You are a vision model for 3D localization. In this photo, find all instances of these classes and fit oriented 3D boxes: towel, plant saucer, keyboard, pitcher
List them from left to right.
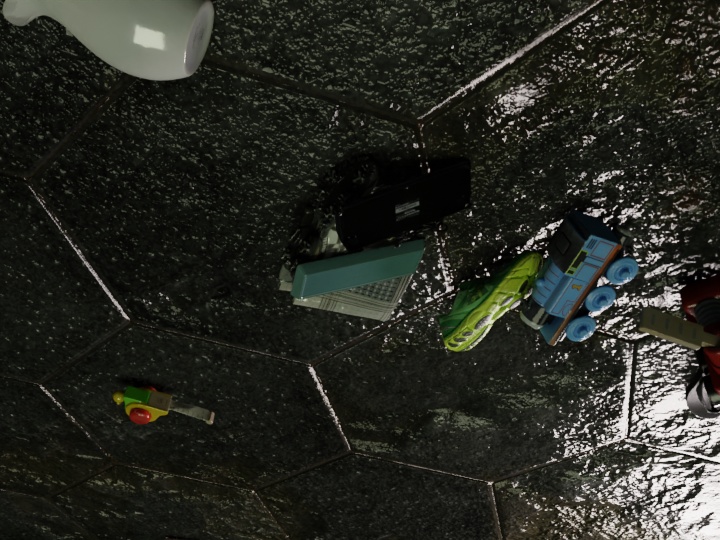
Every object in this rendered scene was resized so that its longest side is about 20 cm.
[{"bbox_3d":[-0.253,-0.302,0.759,0.197,0.122,0.173,22,122,-2],"label":"pitcher"},{"bbox_3d":[-0.019,-0.001,1.119,0.197,0.035,0.194,15,137,-10],"label":"towel"},{"bbox_3d":[0.000,0.000,1.027,0.197,0.019,0.070,-11,146,-23],"label":"plant saucer"},{"bbox_3d":[0.056,-0.083,0.979,0.197,0.040,0.105,-20,133,-14],"label":"keyboard"}]

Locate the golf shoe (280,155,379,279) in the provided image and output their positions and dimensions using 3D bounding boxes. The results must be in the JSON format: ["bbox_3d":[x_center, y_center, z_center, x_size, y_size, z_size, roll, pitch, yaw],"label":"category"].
[{"bbox_3d":[-0.025,-0.066,1.010,0.094,0.078,0.201,19,120,-39],"label":"golf shoe"}]

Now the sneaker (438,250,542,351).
[{"bbox_3d":[0.188,0.034,1.105,0.200,0.084,0.074,-45,140,20],"label":"sneaker"}]

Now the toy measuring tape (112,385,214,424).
[{"bbox_3d":[-0.390,0.276,1.442,0.197,0.074,0.074,19,137,-15],"label":"toy measuring tape"}]

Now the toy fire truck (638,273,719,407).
[{"bbox_3d":[0.489,0.079,1.047,0.127,0.178,0.200,-24,131,30],"label":"toy fire truck"}]

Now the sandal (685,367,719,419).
[{"bbox_3d":[0.614,0.206,1.276,0.075,0.043,0.202,-5,137,12],"label":"sandal"}]

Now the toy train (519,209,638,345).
[{"bbox_3d":[0.303,0.015,1.040,0.113,0.087,0.202,16,121,-21],"label":"toy train"}]

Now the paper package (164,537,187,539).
[{"bbox_3d":[-0.501,0.869,2.016,0.102,0.202,0.192,5,138,0],"label":"paper package"}]
